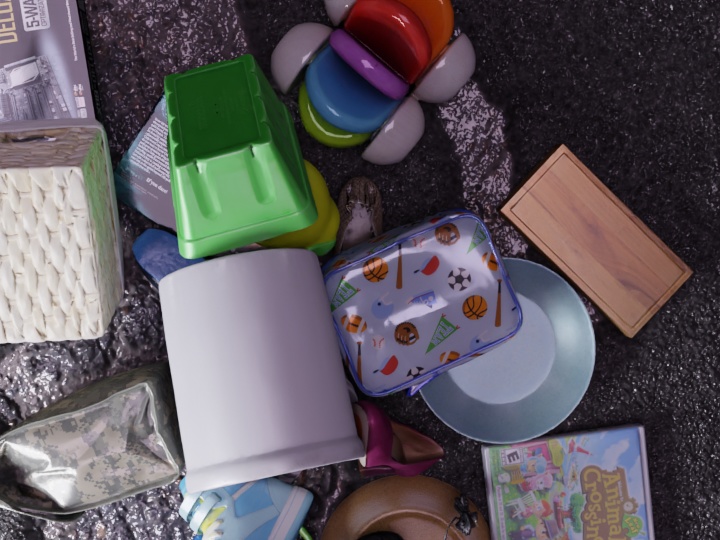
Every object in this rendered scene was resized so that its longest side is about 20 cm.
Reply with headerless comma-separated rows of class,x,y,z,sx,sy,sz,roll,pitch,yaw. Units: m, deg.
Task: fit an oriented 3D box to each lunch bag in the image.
lunch bag,0.058,0.037,1.130,0.199,0.076,0.161,-23,101,0
lunch bag,-0.279,0.179,1.118,0.199,0.164,0.118,-18,93,-1

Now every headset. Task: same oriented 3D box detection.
headset,0.041,0.318,1.162,0.200,0.094,0.124,-41,107,13

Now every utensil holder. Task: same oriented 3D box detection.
utensil holder,-0.097,0.095,1.044,0.169,0.170,0.201,-11,80,-2

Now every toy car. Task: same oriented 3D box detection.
toy car,0.015,-0.213,1.109,0.175,0.150,0.200,40,92,-5

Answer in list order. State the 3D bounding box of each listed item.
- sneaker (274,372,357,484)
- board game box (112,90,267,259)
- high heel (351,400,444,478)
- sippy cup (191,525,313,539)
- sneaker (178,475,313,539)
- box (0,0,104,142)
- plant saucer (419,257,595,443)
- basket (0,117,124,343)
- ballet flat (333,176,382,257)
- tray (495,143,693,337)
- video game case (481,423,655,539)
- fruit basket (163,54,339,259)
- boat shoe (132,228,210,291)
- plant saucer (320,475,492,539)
sneaker,-0.081,0.169,1.179,0.200,0.082,0.075,-38,120,17
board game box,-0.154,-0.088,1.171,0.200,0.028,0.136,33,91,-4
high heel,0.041,0.167,1.124,0.096,0.200,0.068,-11,71,-3
sippy cup,-0.138,0.336,1.160,0.130,0.178,0.140,43,133,5
sneaker,-0.142,0.271,1.084,0.130,0.200,0.080,28,131,5
box,-0.357,-0.205,1.143,0.157,0.050,0.201,-8,95,-2
plant saucer,0.152,0.085,1.193,0.200,0.039,0.202,0,94,-3
basket,-0.316,-0.037,1.092,0.135,0.123,0.201,-3,114,-3
ballet flat,0.000,0.000,1.176,0.067,0.046,0.201,1,94,-2
tray,0.253,-0.032,1.191,0.200,0.037,0.099,43,92,-6
video game case,0.233,0.279,1.216,0.181,0.022,0.201,-7,94,-4
fruit basket,-0.107,-0.084,1.087,0.155,0.216,0.217,-15,95,-1
boat shoe,-0.153,0.030,1.164,0.084,0.069,0.200,-41,90,-12
plant saucer,0.052,0.327,1.208,0.199,0.035,0.201,0,94,-3
